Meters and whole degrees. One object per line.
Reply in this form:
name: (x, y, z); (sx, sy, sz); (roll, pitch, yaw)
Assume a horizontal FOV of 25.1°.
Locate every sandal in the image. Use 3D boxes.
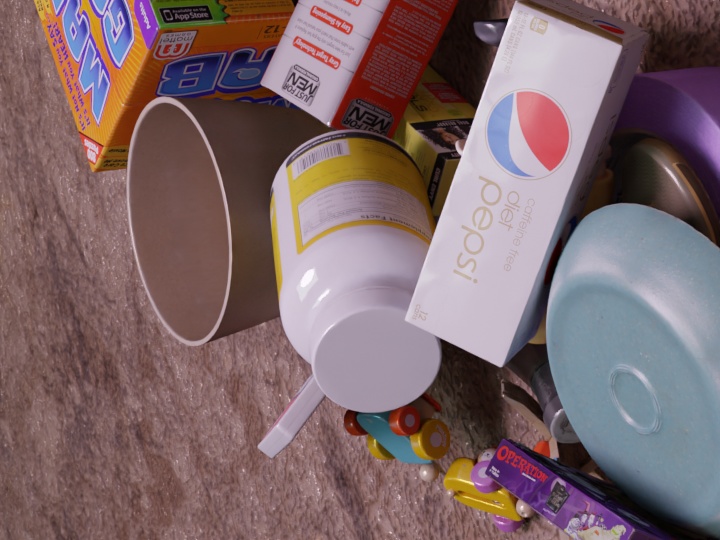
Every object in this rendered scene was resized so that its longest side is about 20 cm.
sandal: (0.161, 0.026, 0.927); (0.080, 0.054, 0.201); (32, 125, 53)

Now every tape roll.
tape roll: (0.193, -0.020, 0.979); (0.200, 0.065, 0.202); (22, 116, 56)

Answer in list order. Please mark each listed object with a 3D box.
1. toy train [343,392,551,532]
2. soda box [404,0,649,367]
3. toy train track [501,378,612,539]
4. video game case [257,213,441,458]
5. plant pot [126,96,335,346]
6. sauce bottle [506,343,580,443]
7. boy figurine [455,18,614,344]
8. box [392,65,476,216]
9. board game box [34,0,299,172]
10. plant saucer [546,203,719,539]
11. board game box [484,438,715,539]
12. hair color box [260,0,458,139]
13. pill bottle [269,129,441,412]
toy train: (0.082, 0.121, 1.176); (0.199, 0.056, 0.150); (27, 153, 11)
soda box: (0.094, -0.052, 0.923); (0.068, 0.064, 0.201); (25, 112, 16)
toy train track: (0.143, 0.125, 1.051); (0.033, 0.115, 0.200); (-41, 17, 20)
video game case: (-0.005, 0.050, 1.205); (0.017, 0.200, 0.143); (38, 165, 0)
plant pot: (-0.056, -0.050, 1.265); (0.187, 0.199, 0.189); (24, 118, 55)
sauce bottle: (0.113, 0.029, 1.089); (0.201, 0.066, 0.066); (-108, 27, -47)
boy figurine: (0.103, -0.055, 0.996); (0.124, 0.064, 0.201); (17, 111, 48)
box: (0.037, -0.115, 1.215); (0.200, 0.075, 0.050); (50, 136, 44)
board game box: (-0.137, -0.228, 1.357); (0.200, 0.199, 0.201); (-53, 53, 52)
plant saucer: (0.159, 0.063, 0.872); (0.200, 0.036, 0.201); (44, 148, 37)
board game box: (0.176, 0.158, 0.936); (0.032, 0.199, 0.120); (-60, 38, 6)
hair color box: (0.015, -0.200, 1.160); (0.101, 0.061, 0.201); (36, 102, 48)
pill bottle: (0.000, 0.000, 1.062); (0.200, 0.111, 0.113); (-100, 18, -56)
